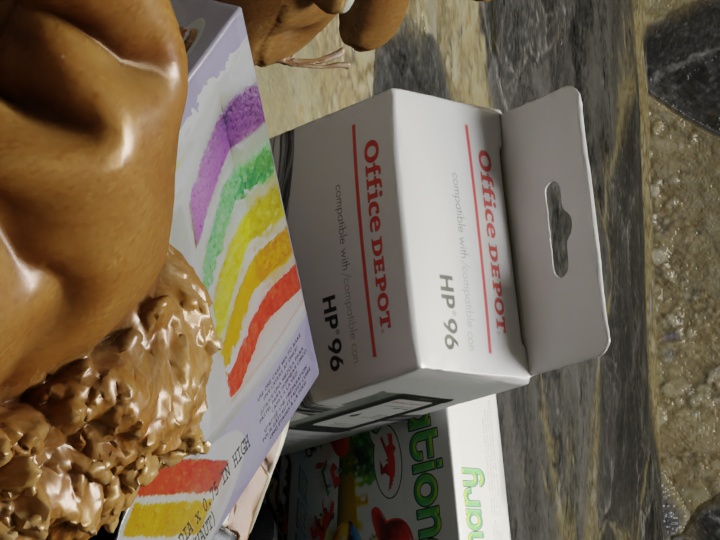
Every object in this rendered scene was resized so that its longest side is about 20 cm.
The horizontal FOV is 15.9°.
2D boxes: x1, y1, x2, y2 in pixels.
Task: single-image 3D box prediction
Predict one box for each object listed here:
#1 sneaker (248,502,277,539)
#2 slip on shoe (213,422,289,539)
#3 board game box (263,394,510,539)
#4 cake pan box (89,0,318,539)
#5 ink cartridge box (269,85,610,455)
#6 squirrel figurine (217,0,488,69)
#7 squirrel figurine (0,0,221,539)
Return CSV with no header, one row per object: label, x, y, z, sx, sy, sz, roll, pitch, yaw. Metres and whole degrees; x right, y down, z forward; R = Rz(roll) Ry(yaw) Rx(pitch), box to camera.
sneaker,-0.066,0.183,1.050,0.200,0.074,0.088,-73,164,-52
slip on shoe,-0.089,0.115,0.980,0.076,0.061,0.200,32,64,-31
board game box,0.008,0.091,1.094,0.035,0.126,0.200,7,71,-41
cake pan box,-0.089,0.036,0.848,0.200,0.052,0.184,-56,148,-37
ink cartridge box,0.000,0.000,1.038,0.068,0.200,0.116,8,70,-44
squirrel figurine,-0.006,-0.186,1.172,0.187,0.141,0.200,-41,164,-49
squirrel figurine,-0.125,0.027,0.610,0.187,0.141,0.200,-58,137,-38
